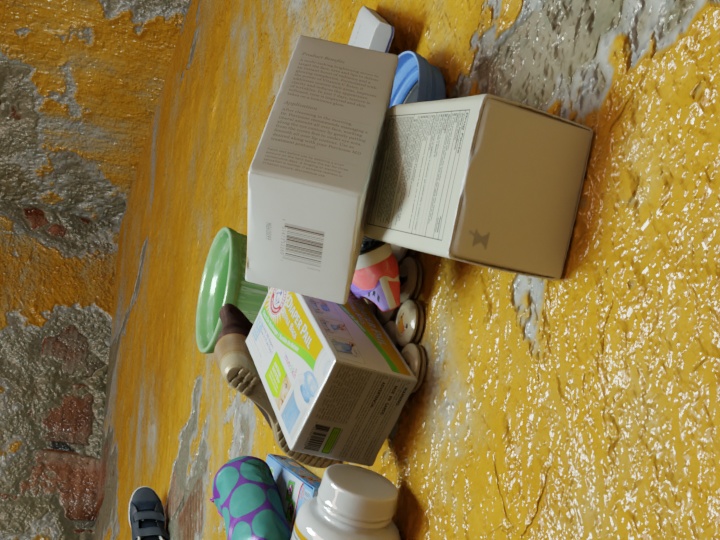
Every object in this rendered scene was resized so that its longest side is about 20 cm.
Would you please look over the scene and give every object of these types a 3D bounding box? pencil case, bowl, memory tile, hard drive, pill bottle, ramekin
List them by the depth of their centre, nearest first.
[{"bbox_3d":[-0.024,0.303,0.945,0.109,0.107,0.204,-143,66,-67],"label":"pill bottle"},{"bbox_3d":[0.030,0.058,1.055,0.153,0.016,0.204,131,144,-53],"label":"memory tile"},{"bbox_3d":[0.040,-0.144,1.077,0.200,0.039,0.205,-164,89,-73],"label":"bowl"},{"bbox_3d":[-0.129,0.317,1.142,0.092,0.085,0.201,-42,30,8],"label":"pencil case"},{"bbox_3d":[0.000,-0.265,1.228,0.201,0.025,0.134,-106,34,-69],"label":"hard drive"},{"bbox_3d":[-0.193,0.039,1.530,0.199,0.096,0.205,-168,90,-69],"label":"ramekin"}]

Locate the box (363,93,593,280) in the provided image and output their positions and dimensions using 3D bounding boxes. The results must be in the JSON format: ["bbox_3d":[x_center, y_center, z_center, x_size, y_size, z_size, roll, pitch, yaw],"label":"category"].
[{"bbox_3d":[0.094,-0.074,0.829,0.199,0.107,0.131,-160,82,-68],"label":"box"}]

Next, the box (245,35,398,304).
[{"bbox_3d":[-0.037,-0.100,0.926,0.154,0.104,0.203,99,-176,-49],"label":"box"}]

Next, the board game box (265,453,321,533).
[{"bbox_3d":[-0.091,0.329,1.204,0.199,0.036,0.155,-175,96,-68],"label":"board game box"}]

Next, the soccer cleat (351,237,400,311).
[{"bbox_3d":[0.000,0.000,1.061,0.200,0.067,0.075,-162,50,-77],"label":"soccer cleat"}]

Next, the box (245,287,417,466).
[{"bbox_3d":[-0.038,0.095,1.016,0.114,0.100,0.201,-63,31,18],"label":"box"}]

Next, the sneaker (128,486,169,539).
[{"bbox_3d":[-0.424,0.531,1.914,0.080,0.077,0.204,129,135,-58],"label":"sneaker"}]

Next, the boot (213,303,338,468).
[{"bbox_3d":[-0.098,0.134,1.155,0.072,0.200,0.167,-41,21,8],"label":"boot"}]
